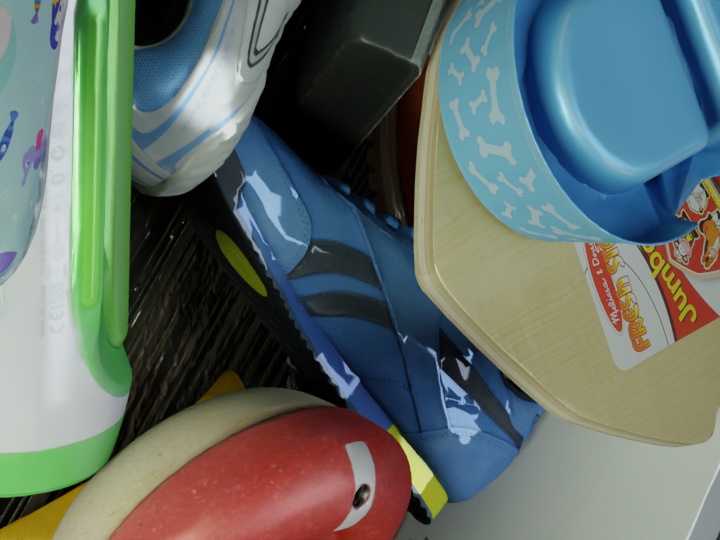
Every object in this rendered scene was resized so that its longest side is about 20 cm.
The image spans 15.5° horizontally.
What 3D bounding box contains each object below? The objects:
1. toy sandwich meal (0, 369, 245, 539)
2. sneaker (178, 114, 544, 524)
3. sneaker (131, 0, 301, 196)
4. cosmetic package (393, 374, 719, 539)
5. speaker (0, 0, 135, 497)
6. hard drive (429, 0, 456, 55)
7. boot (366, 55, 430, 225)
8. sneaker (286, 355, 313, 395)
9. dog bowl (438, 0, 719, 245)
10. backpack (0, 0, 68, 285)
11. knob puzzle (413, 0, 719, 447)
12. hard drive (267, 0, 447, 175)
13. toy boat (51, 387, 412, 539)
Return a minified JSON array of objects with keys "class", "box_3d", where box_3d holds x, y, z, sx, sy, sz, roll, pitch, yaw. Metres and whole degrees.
[{"class":"toy sandwich meal","box_3d":[-0.068,0.124,0.948,0.205,0.070,0.206,-39,141,-41]},{"class":"sneaker","box_3d":[0.000,0.000,0.965,0.078,0.066,0.200,-40,118,-9]},{"class":"sneaker","box_3d":[-0.047,-0.113,0.891,0.073,0.072,0.201,50,43,-28]},{"class":"cosmetic package","box_3d":[0.080,0.101,1.048,0.081,0.112,0.201,54,57,-71]},{"class":"speaker","box_3d":[-0.105,-0.041,0.763,0.088,0.088,0.201,-30,126,-60]},{"class":"hard drive","box_3d":[0.067,-0.195,1.034,0.132,0.025,0.201,122,-12,-50]},{"class":"boot","box_3d":[0.068,-0.096,1.103,0.075,0.107,0.201,41,64,-65]},{"class":"sneaker","box_3d":[-0.002,0.077,1.060,0.116,0.075,0.200,-63,153,-27]},{"class":"dog bowl","box_3d":[0.102,-0.075,0.931,0.200,0.049,0.112,-29,100,-44]},{"class":"backpack","box_3d":[-0.156,-0.070,0.577,0.200,0.150,0.179,-4,105,-60]},{"class":"knob puzzle","box_3d":[0.080,-0.028,0.954,0.219,0.030,0.221,12,72,-42]},{"class":"hard drive","box_3d":[0.023,-0.146,0.984,0.140,0.033,0.201,136,-25,-70]},{"class":"toy boat","box_3d":[-0.028,0.140,0.817,0.130,0.130,0.201,-9,117,-52]}]
